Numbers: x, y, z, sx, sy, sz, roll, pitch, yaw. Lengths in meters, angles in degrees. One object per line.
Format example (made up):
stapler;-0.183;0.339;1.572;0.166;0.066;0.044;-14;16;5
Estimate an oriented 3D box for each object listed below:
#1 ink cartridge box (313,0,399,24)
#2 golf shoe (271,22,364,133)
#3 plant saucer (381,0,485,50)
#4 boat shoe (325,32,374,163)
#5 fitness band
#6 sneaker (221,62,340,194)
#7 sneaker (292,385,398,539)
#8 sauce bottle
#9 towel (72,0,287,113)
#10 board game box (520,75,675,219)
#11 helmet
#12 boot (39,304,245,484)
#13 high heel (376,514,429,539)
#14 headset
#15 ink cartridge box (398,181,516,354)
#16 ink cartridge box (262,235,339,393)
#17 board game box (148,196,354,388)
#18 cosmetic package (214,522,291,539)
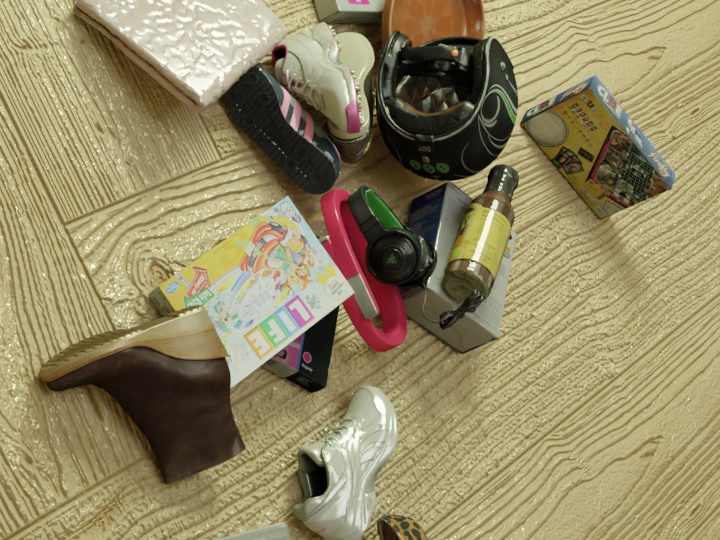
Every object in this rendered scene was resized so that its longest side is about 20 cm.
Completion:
ink cartridge box;0.004;-0.418;1.999;0.199;0.043;0.176;-8;80;-46
golf shoe;-0.052;-0.221;1.788;0.090;0.076;0.201;-13;39;-9
plant saucer;0.095;-0.327;2.012;0.199;0.032;0.203;-10;103;-46
boat shoe;-0.015;-0.220;1.875;0.060;0.071;0.202;85;2;-46
fitness band;0.000;0.000;1.779;0.202;0.037;0.144;67;15;-1
sneaker;-0.098;-0.181;1.791;0.201;0.070;0.082;53;20;-10
sneaker;-0.021;0.206;1.677;0.099;0.078;0.202;34;50;-25
sauce bottle;0.157;-0.050;1.864;0.065;0.064;0.201;43;46;-22
towel;-0.202;-0.285;1.703;0.190;0.032;0.200;38;45;1
board game box;0.345;-0.175;2.162;0.200;0.135;0.035;47;46;-20
helmet;0.111;-0.214;1.893;0.191;0.198;0.203;35;42;-71
boot;-0.216;0.140;1.517;0.198;0.072;0.168;-18;100;-29
high heel;0.060;0.377;1.675;0.143;0.071;0.201;44;31;-31
headset;0.061;-0.022;1.771;0.201;0.094;0.123;58;13;15
ink cartridge box;0.124;-0.016;1.916;0.136;0.076;0.202;35;53;-29
ink cartridge box;-0.068;0.033;1.736;0.094;0.037;0.202;31;51;-32
board game box;-0.117;0.025;1.645;0.199;0.034;0.135;-38;94;-33
cosmetic package;-0.111;0.370;1.506;0.106;0.090;0.202;-4;72;-48
